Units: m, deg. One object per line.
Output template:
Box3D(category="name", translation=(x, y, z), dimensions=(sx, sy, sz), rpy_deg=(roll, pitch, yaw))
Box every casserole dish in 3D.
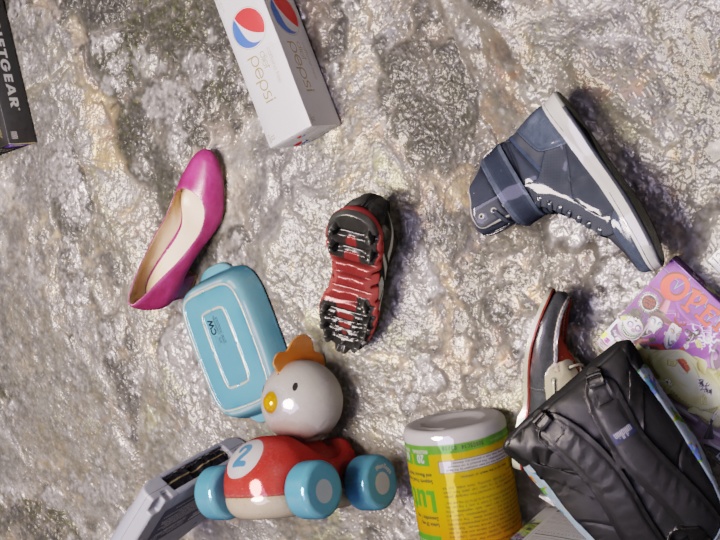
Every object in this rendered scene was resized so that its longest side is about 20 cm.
Box3D(category="casserole dish", translation=(-0.153, 0.090, 1.380), dimensions=(0.120, 0.039, 0.202), rpy_deg=(-23, 85, 30))

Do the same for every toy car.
Box3D(category="toy car", translation=(-0.078, 0.173, 1.285), dimensions=(0.183, 0.176, 0.202), rpy_deg=(-12, 79, 42))

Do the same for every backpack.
Box3D(category="backpack", translation=(0.258, 0.193, 1.091), dimensions=(0.163, 0.154, 0.200), rpy_deg=(-42, 75, 4))

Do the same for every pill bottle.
Box3D(category="pill bottle", translation=(0.114, 0.256, 1.209), dimensions=(0.110, 0.111, 0.202), rpy_deg=(-8, 94, 30))

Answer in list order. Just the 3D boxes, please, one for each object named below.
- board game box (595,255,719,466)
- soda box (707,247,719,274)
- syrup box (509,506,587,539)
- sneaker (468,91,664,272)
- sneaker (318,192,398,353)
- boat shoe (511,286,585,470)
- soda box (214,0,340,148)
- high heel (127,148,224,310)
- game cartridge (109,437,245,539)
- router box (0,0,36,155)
Box3D(category="board game box", translation=(0.339, 0.098, 1.107), dimensions=(0.200, 0.032, 0.120), rpy_deg=(45, 112, 17))
Box3D(category="soda box", translation=(0.407, -0.057, 1.018), dimensions=(0.064, 0.068, 0.200), rpy_deg=(48, 118, 15))
Box3D(category="syrup box", translation=(0.187, 0.303, 1.123), dimensions=(0.081, 0.199, 0.080), rpy_deg=(2, 98, 28))
Box3D(category="sneaker", translation=(0.196, -0.053, 1.128), dimensions=(0.146, 0.077, 0.203), rpy_deg=(-38, 69, 17))
Box3D(category="sneaker", translation=(0.000, 0.000, 1.262), dimensions=(0.070, 0.098, 0.202), rpy_deg=(17, 129, 14))
Box3D(category="boat shoe", translation=(0.199, 0.117, 1.164), dimensions=(0.062, 0.071, 0.202), rpy_deg=(12, 105, 25))
Box3D(category="soda box", translation=(-0.096, -0.242, 1.279), dimensions=(0.063, 0.068, 0.202), rpy_deg=(-24, 86, 30))
Box3D(category="high heel", translation=(-0.224, -0.048, 1.365), dimensions=(0.067, 0.096, 0.202), rpy_deg=(30, 111, 22))
Box3D(category="game cartridge", translation=(-0.219, 0.279, 1.351), dimensions=(0.041, 0.200, 0.134), rpy_deg=(36, 113, 17))
Box3D(category="router box", translation=(-0.529, -0.248, 1.534), dimensions=(0.156, 0.052, 0.202), rpy_deg=(-13, 91, 30))
